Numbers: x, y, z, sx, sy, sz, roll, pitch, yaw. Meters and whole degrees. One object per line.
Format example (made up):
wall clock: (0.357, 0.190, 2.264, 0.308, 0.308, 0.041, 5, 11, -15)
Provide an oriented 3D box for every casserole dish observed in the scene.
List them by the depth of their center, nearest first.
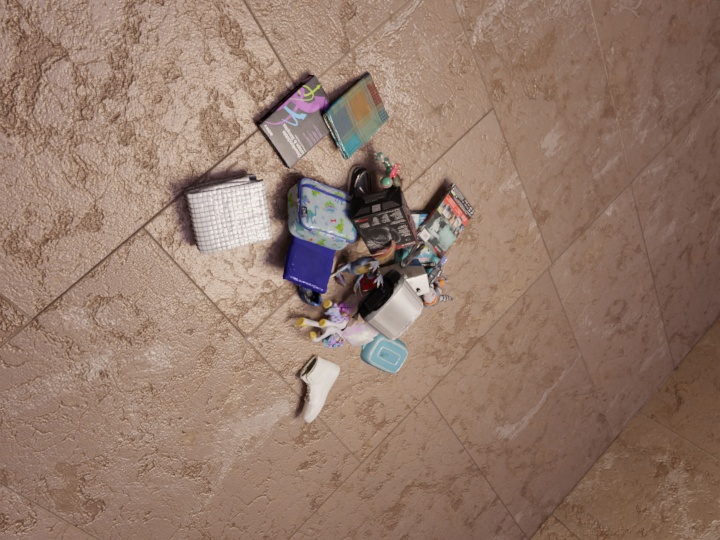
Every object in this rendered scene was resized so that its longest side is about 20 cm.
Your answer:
casserole dish: (0.087, 0.281, 1.835, 0.199, 0.039, 0.123, 32, 90, -36)

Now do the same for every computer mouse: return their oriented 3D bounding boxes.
computer mouse: (0.111, -0.115, 1.646, 0.109, 0.044, 0.201, -39, 99, -15)

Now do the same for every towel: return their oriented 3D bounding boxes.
towel: (-0.333, -0.147, 1.380, 0.197, 0.085, 0.169, -17, 115, -24)
towel: (-0.008, -0.421, 1.487, 0.200, 0.021, 0.148, -48, 128, -24)
towel: (-0.138, -0.048, 1.515, 0.146, 0.049, 0.204, 24, 67, -32)

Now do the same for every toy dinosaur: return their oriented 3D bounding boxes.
toy dinosaur: (0.000, 0.000, 1.589, 0.200, 0.180, 0.106, -42, 120, -19)

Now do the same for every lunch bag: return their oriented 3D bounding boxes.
lunch bag: (-0.104, -0.156, 1.483, 0.197, 0.082, 0.164, 17, 60, -37)

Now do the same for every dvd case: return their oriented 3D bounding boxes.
dvd case: (0.272, -0.154, 1.737, 0.146, 0.022, 0.202, 40, 82, -38)

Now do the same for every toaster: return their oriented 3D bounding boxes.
toaster: (0.085, 0.108, 1.564, 0.129, 0.114, 0.200, 41, 94, -25)

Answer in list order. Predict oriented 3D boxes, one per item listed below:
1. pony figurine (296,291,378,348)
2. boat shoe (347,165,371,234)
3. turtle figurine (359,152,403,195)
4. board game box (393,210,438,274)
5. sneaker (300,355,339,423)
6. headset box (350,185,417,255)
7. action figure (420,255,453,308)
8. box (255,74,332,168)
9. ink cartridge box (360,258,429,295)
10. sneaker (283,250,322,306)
pony figurine: (-0.066, 0.157, 1.627, 0.191, 0.169, 0.200, -33, 147, 14)
boat shoe: (-0.002, -0.197, 1.579, 0.073, 0.060, 0.204, -3, 110, -31)
turtle figurine: (0.072, -0.242, 1.535, 0.153, 0.099, 0.200, -69, 164, 2)
board game box: (0.188, -0.087, 1.750, 0.148, 0.047, 0.204, -5, 110, -30)
sneaker: (-0.157, 0.364, 1.698, 0.115, 0.073, 0.203, 32, 80, -35)
headset box: (0.072, -0.130, 1.536, 0.146, 0.079, 0.201, -13, 146, 15)
action figure: (0.247, 0.058, 1.749, 0.201, 0.104, 0.193, -55, 165, 18)
box: (-0.158, -0.387, 1.424, 0.200, 0.036, 0.144, -44, 125, -9)
ink cartridge box: (0.101, 0.038, 1.666, 0.196, 0.117, 0.068, -15, 117, -2)
sneaker: (-0.155, 0.020, 1.557, 0.075, 0.078, 0.202, -35, 123, -16)
